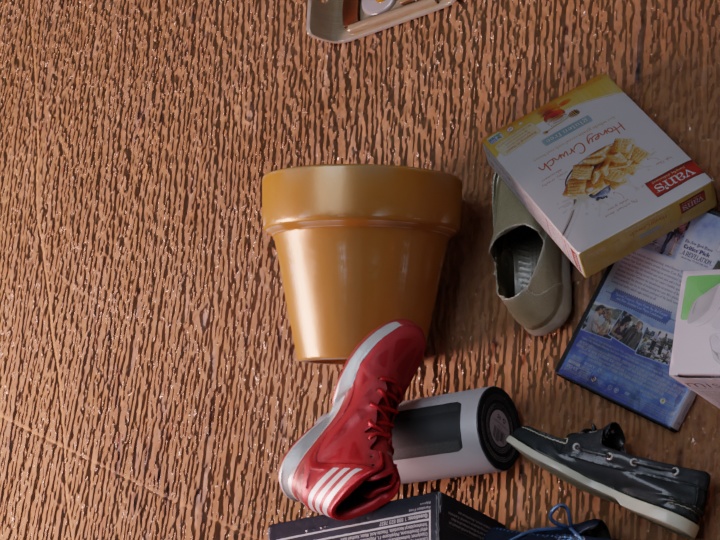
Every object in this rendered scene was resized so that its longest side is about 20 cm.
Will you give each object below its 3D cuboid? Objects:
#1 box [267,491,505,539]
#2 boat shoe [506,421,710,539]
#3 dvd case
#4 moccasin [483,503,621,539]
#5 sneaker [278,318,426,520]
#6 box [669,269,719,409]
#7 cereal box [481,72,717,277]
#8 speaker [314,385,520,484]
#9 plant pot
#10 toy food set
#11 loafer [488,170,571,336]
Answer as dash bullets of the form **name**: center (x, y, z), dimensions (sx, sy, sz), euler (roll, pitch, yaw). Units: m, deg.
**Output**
- **box**: center (0.021, 0.326, 1.553), dimensions (0.199, 0.123, 0.199), euler (-16, 58, 33)
- **boat shoe**: center (0.220, 0.167, 1.504), dimensions (0.199, 0.074, 0.066), euler (22, 82, 42)
- **dvd case**: center (0.276, 0.032, 1.562), dimensions (0.142, 0.018, 0.201), euler (26, 87, 44)
- **moccasin**: center (0.203, 0.250, 1.488), dimensions (0.199, 0.080, 0.068), euler (11, 71, 27)
- **sneaker**: center (0.021, 0.145, 1.561), dimensions (0.115, 0.078, 0.200), euler (25, 80, 48)
- **box**: center (0.375, 0.069, 1.357), dimensions (0.199, 0.176, 0.097), euler (-3, 68, 39)
- **cereal box**: center (0.221, -0.093, 1.607), dimensions (0.144, 0.040, 0.200), euler (-29, 43, -6)
- **speaker**: center (0.050, 0.164, 1.639), dimensions (0.199, 0.081, 0.082), euler (-12, 62, 35)
- **plant pot**: center (0.000, 0.000, 1.698), dimensions (0.200, 0.200, 0.184), euler (-3, 83, 38)
- **toy food set**: center (0.028, -0.350, 1.917), dimensions (0.199, 0.060, 0.144), euler (-14, 61, 34)
- **loafer**: center (0.162, -0.037, 1.652), dimensions (0.075, 0.068, 0.201), euler (-24, 56, 28)
